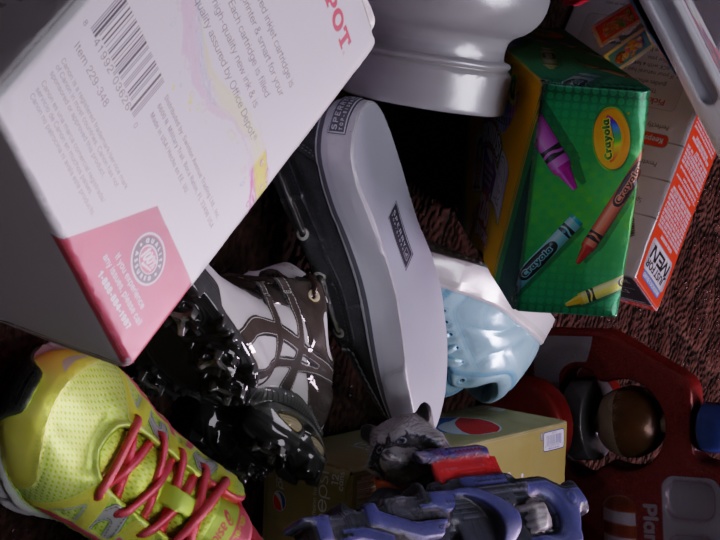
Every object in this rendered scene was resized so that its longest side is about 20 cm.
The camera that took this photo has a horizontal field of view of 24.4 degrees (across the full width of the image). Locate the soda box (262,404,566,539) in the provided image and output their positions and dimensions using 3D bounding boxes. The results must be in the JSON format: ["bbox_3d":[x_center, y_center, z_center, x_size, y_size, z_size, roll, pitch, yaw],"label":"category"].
[{"bbox_3d":[0.035,0.124,0.952,0.199,0.068,0.064,-5,100,-49],"label":"soda box"}]

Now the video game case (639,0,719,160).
[{"bbox_3d":[0.171,-0.148,0.920,0.183,0.023,0.200,61,15,-10],"label":"video game case"}]

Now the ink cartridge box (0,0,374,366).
[{"bbox_3d":[-0.090,-0.087,0.665,0.200,0.085,0.148,-56,145,-32],"label":"ink cartridge box"}]

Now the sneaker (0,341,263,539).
[{"bbox_3d":[-0.091,0.098,0.742,0.078,0.090,0.200,-62,147,-20],"label":"sneaker"}]

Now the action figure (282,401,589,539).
[{"bbox_3d":[0.023,0.162,0.817,0.199,0.104,0.194,11,65,-40],"label":"action figure"}]

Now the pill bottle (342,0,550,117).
[{"bbox_3d":[0.047,-0.182,0.825,0.112,0.112,0.201,-9,111,-58],"label":"pill bottle"}]

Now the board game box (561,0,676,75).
[{"bbox_3d":[0.115,-0.192,0.939,0.158,0.039,0.201,47,21,-44],"label":"board game box"}]

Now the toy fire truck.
[{"bbox_3d":[0.175,0.139,1.115,0.112,0.167,0.201,-7,97,-58],"label":"toy fire truck"}]

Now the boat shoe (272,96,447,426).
[{"bbox_3d":[0.000,0.000,0.860,0.069,0.056,0.201,-59,142,-49],"label":"boat shoe"}]

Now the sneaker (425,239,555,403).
[{"bbox_3d":[0.052,0.035,0.974,0.200,0.074,0.082,30,83,-53],"label":"sneaker"}]

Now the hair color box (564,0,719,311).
[{"bbox_3d":[0.169,-0.086,1.075,0.064,0.110,0.201,44,66,-56],"label":"hair color box"}]

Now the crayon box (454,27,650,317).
[{"bbox_3d":[0.100,-0.062,0.915,0.200,0.058,0.119,-109,-156,-73],"label":"crayon box"}]

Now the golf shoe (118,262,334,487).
[{"bbox_3d":[-0.063,0.025,0.787,0.200,0.077,0.095,65,38,-57],"label":"golf shoe"}]
